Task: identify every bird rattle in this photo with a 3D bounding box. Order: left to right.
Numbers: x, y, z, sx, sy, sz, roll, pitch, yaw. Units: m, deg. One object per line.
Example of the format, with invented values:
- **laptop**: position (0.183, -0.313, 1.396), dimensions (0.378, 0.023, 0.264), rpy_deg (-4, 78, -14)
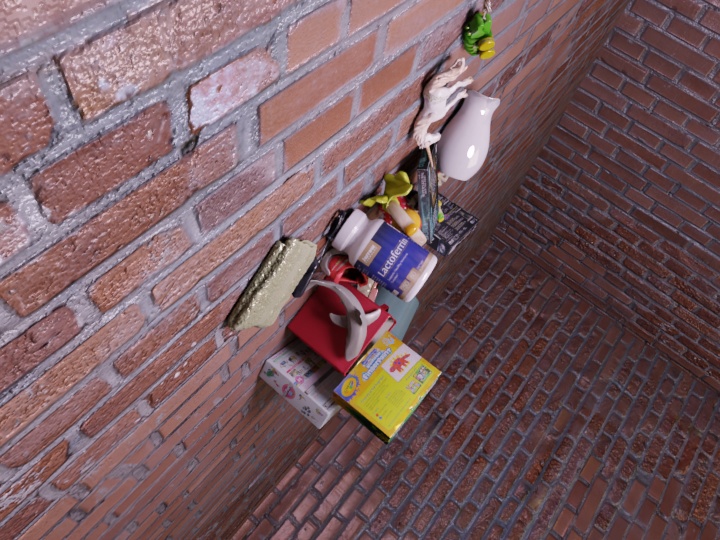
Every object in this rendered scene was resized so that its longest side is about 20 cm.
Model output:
- **bird rattle**: position (0.083, -0.114, 1.216), dimensions (0.113, 0.163, 0.200), rpy_deg (-34, 156, -1)

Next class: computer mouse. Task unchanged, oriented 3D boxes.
- **computer mouse**: position (-0.088, -0.035, 1.104), dimensions (0.200, 0.034, 0.059), rpy_deg (-61, -179, 3)

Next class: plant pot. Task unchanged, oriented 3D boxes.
- **plant pot**: position (0.081, 0.151, 1.808), dimensions (0.196, 0.200, 0.200), rpy_deg (-56, 168, -16)

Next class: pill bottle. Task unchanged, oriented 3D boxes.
- **pill bottle**: position (0.047, -0.034, 1.149), dimensions (0.116, 0.200, 0.116), rpy_deg (-56, 179, -2)

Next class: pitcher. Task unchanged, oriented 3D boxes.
- **pitcher**: position (0.259, -0.329, 1.348), dimensions (0.172, 0.121, 0.200), rpy_deg (-54, 165, -69)

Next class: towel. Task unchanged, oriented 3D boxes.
- **towel**: position (-0.155, 0.026, 1.014), dimensions (0.200, 0.036, 0.148), rpy_deg (-55, 165, 8)

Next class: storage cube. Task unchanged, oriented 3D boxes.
- **storage cube**: position (-0.039, 0.131, 1.354), dimensions (0.200, 0.180, 0.171), rpy_deg (-53, 166, -3)

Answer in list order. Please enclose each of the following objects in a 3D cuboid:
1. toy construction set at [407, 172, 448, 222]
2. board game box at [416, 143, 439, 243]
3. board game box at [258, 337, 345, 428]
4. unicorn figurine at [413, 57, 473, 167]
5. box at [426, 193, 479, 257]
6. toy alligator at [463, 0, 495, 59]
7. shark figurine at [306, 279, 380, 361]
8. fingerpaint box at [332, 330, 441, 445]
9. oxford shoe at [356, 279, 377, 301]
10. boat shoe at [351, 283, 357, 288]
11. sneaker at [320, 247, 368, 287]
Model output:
- **toy construction set**: position (0.177, -0.184, 1.457), dimensions (0.131, 0.092, 0.200), rpy_deg (-21, 146, -19)
- **board game box**: position (0.157, -0.182, 1.288), dimensions (0.135, 0.028, 0.200), rpy_deg (-69, 158, -47)
- **board game box**: position (-0.124, 0.269, 1.372), dimensions (0.147, 0.200, 0.064), rpy_deg (-32, 156, -54)
- **unicorn figurine**: position (0.157, -0.328, 1.104), dimensions (0.137, 0.074, 0.200), rpy_deg (-41, 150, -8)
- **box**: position (0.237, -0.138, 1.624), dimensions (0.200, 0.160, 0.044), rpy_deg (-40, 160, -46)
- **toy alligator**: position (0.216, -0.442, 1.033), dimensions (0.054, 0.059, 0.200), rpy_deg (-14, 174, 14)
- **shark figurine**: position (-0.028, 0.082, 1.201), dimensions (0.128, 0.215, 0.089), rpy_deg (-34, -167, -7)
- **fingerpaint box**: position (0.061, 0.270, 1.298), dimensions (0.200, 0.167, 0.073), rpy_deg (-46, 163, -26)
- **oxford shoe**: position (0.023, 0.001, 1.466), dimensions (0.071, 0.074, 0.201), rpy_deg (116, -9, -86)
- **boat shoe**: position (0.001, 0.048, 1.523), dimensions (0.200, 0.062, 0.072), rpy_deg (-51, 166, -6)
- **sneaker**: position (0.000, 0.000, 1.241), dimensions (0.200, 0.085, 0.077), rpy_deg (-6, 139, -40)
